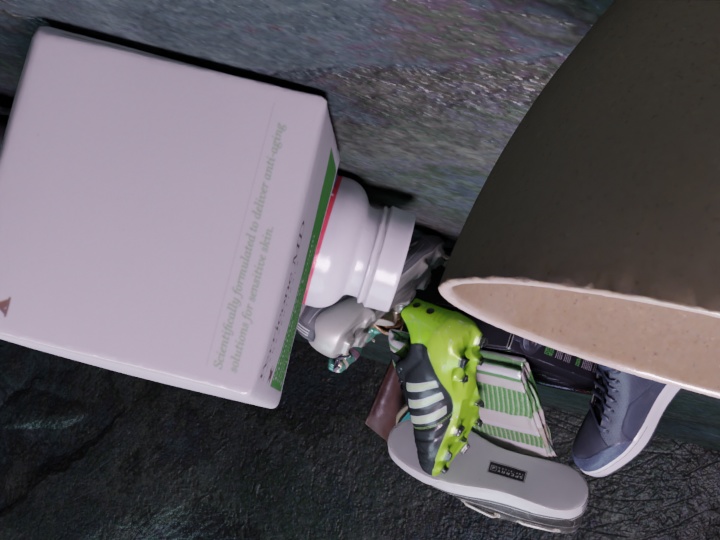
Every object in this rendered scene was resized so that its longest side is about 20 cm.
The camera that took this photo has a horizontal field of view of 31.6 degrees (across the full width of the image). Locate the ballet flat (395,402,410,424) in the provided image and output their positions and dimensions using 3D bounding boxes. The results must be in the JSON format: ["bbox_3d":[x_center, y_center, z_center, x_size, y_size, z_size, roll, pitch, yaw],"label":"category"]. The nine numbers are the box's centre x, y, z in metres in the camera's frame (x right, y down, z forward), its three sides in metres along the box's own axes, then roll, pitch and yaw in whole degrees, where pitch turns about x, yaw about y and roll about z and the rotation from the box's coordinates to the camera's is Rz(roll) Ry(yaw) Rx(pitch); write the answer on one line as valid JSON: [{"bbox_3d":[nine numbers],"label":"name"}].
[{"bbox_3d":[0.092,0.126,1.319,0.069,0.070,0.200,18,152,-14],"label":"ballet flat"}]

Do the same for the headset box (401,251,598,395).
[{"bbox_3d":[0.163,0.050,1.230,0.200,0.093,0.174,22,171,-32],"label":"headset box"}]

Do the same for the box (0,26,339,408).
[{"bbox_3d":[-0.132,-0.028,0.857,0.199,0.200,0.171,14,172,5],"label":"box"}]

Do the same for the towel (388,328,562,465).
[{"bbox_3d":[0.113,0.132,1.219,0.152,0.023,0.200,11,147,30],"label":"towel"}]

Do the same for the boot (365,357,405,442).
[{"bbox_3d":[0.114,0.119,1.428,0.186,0.201,0.064,14,174,15],"label":"boot"}]

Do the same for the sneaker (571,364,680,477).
[{"bbox_3d":[0.206,0.085,1.109,0.146,0.203,0.077,19,-153,-23],"label":"sneaker"}]

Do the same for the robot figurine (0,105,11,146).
[{"bbox_3d":[-0.327,-0.088,1.147,0.199,0.125,0.150,15,-164,6],"label":"robot figurine"}]

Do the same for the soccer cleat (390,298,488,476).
[{"bbox_3d":[0.066,0.104,1.136,0.081,0.067,0.200,31,141,27],"label":"soccer cleat"}]

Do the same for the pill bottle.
[{"bbox_3d":[-0.062,-0.034,1.021,0.199,0.109,0.109,16,173,-1],"label":"pill bottle"}]

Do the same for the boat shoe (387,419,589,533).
[{"bbox_3d":[0.118,0.204,1.223,0.199,0.071,0.064,19,139,16],"label":"boat shoe"}]

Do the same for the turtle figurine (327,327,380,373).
[{"bbox_3d":[-0.006,0.039,1.421,0.100,0.150,0.200,-1,-167,-38],"label":"turtle figurine"}]

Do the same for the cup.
[{"bbox_3d":[0.140,-0.035,0.426,0.200,0.144,0.200,15,173,2],"label":"cup"}]

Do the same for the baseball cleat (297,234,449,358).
[{"bbox_3d":[0.000,0.000,1.124,0.106,0.070,0.200,35,-144,13],"label":"baseball cleat"}]

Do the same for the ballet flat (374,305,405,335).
[{"bbox_3d":[0.011,0.009,1.226,0.070,0.065,0.200,-4,155,23],"label":"ballet flat"}]
